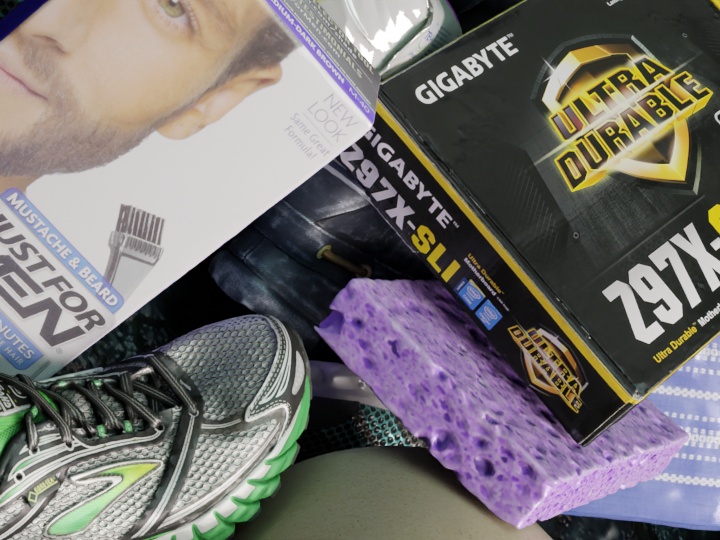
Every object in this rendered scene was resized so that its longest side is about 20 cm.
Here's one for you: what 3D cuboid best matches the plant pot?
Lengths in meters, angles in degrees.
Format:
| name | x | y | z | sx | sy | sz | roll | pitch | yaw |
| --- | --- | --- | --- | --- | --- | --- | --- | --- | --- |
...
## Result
| name | x | y | z | sx | sy | sz | roll | pitch | yaw |
| --- | --- | --- | --- | --- | --- | --- | --- | --- | --- |
| plant pot | 0.010 | 0.148 | 0.725 | 0.200 | 0.200 | 0.135 | 17 | 53 | -36 |

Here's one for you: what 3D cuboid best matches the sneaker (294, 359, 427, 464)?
| name | x | y | z | sx | sy | sz | roll | pitch | yaw |
| --- | --- | --- | --- | --- | --- | --- | --- | --- | --- |
| sneaker | -0.003 | 0.088 | 0.816 | 0.199 | 0.077 | 0.092 | 8 | 78 | -34 |

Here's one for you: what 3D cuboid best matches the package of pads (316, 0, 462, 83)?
| name | x | y | z | sx | sy | sz | roll | pitch | yaw |
| --- | --- | --- | --- | --- | --- | --- | --- | --- | --- |
| package of pads | -0.042 | -0.157 | 0.785 | 0.200 | 0.068 | 0.155 | 49 | 8 | 2 |

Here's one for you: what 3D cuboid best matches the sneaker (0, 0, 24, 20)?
| name | x | y | z | sx | sy | sz | roll | pitch | yaw |
| --- | --- | --- | --- | --- | --- | --- | --- | --- | --- |
| sneaker | -0.107 | -0.105 | 0.744 | 0.200 | 0.091 | 0.078 | 45 | 49 | -19 |

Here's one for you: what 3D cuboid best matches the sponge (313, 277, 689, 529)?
| name | x | y | z | sx | sy | sz | roll | pitch | yaw |
| --- | --- | --- | --- | --- | --- | --- | --- | --- | --- |
| sponge | 0.065 | 0.050 | 0.779 | 0.112 | 0.030 | 0.200 | 44 | 16 | 18 |

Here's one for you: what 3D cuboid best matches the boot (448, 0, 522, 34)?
| name | x | y | z | sx | sy | sz | roll | pitch | yaw |
| --- | --- | --- | --- | --- | --- | --- | --- | --- | --- |
| boot | 0.050 | -0.089 | 0.918 | 0.066 | 0.164 | 0.201 | -55 | 133 | -52 |

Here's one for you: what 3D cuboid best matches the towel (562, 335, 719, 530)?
| name | x | y | z | sx | sy | sz | roll | pitch | yaw |
| --- | --- | --- | --- | --- | --- | --- | --- | --- | --- |
| towel | 0.145 | 0.028 | 0.896 | 0.144 | 0.024 | 0.201 | 6 | 102 | -1 |

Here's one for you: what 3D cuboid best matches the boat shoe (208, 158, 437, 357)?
| name | x | y | z | sx | sy | sz | roll | pitch | yaw |
| --- | --- | --- | --- | --- | --- | --- | --- | --- | --- |
| boat shoe | 0.000 | 0.000 | 0.849 | 0.071 | 0.091 | 0.200 | 40 | 1 | 30 |

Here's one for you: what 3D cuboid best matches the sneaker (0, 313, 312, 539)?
| name | x | y | z | sx | sy | sz | roll | pitch | yaw |
| --- | --- | --- | --- | --- | --- | --- | --- | --- | --- |
| sneaker | -0.103 | 0.069 | 0.670 | 0.200 | 0.078 | 0.085 | -29 | 136 | -22 |

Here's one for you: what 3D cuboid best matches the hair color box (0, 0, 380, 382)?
| name | x | y | z | sx | sy | sz | roll | pitch | yaw |
| --- | --- | --- | --- | --- | --- | --- | --- | --- | --- |
| hair color box | -0.103 | -0.043 | 0.687 | 0.109 | 0.200 | 0.065 | 48 | 17 | -16 |

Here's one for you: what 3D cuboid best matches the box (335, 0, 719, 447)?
| name | x | y | z | sx | sy | sz | roll | pitch | yaw |
| --- | --- | --- | --- | --- | --- | --- | --- | --- | --- |
| box | 0.107 | -0.042 | 0.775 | 0.200 | 0.049 | 0.160 | -33 | 80 | -39 |
